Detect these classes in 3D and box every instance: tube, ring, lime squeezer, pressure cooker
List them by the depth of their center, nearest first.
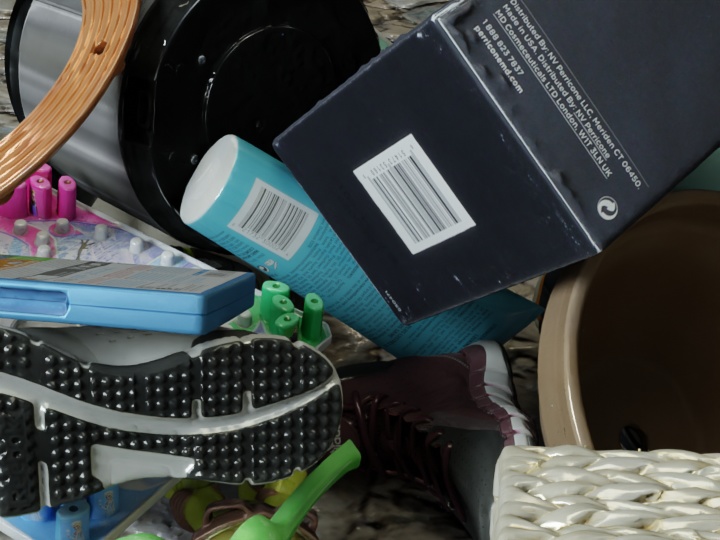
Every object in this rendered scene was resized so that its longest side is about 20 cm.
[{"bbox_3d":[-0.073,0.104,0.608,0.198,0.038,0.071,-7,51,-29],"label":"lime squeezer"},{"bbox_3d":[-0.191,-0.097,0.800,0.199,0.019,0.202,-19,48,22],"label":"ring"},{"bbox_3d":[0.000,0.000,0.817,0.199,0.077,0.051,32,35,-25],"label":"tube"},{"bbox_3d":[-0.104,-0.117,0.891,0.175,0.180,0.199,-21,29,-35],"label":"pressure cooker"}]

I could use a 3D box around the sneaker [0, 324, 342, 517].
[{"bbox_3d":[-0.111,0.056,0.627,0.198,0.075,0.080,3,4,-17],"label":"sneaker"}]

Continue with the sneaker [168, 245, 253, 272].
[{"bbox_3d":[-0.126,0.047,0.814,0.075,0.077,0.200,19,32,26],"label":"sneaker"}]

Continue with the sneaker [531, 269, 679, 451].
[{"bbox_3d":[0.145,0.040,0.874,0.078,0.079,0.201,40,34,-23],"label":"sneaker"}]

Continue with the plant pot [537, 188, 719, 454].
[{"bbox_3d":[0.152,0.071,0.729,0.200,0.203,0.093,-15,-9,-34],"label":"plant pot"}]

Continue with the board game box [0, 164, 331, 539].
[{"bbox_3d":[-0.145,0.030,0.731,0.199,0.026,0.200,25,39,22],"label":"board game box"}]

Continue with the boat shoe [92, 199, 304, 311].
[{"bbox_3d":[-0.104,-0.012,0.970,0.199,0.067,0.057,31,21,38],"label":"boat shoe"}]

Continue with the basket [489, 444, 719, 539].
[{"bbox_3d":[0.136,0.146,0.570,0.198,0.137,0.124,3,23,0],"label":"basket"}]

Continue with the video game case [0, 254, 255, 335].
[{"bbox_3d":[-0.151,0.006,0.652,0.198,0.018,0.143,4,4,4],"label":"video game case"}]

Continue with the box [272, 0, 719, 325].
[{"bbox_3d":[0.094,-0.090,0.726,0.198,0.124,0.200,-40,6,-24],"label":"box"}]

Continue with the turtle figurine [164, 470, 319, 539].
[{"bbox_3d":[-0.058,0.124,0.678,0.198,0.065,0.162,-4,26,-13],"label":"turtle figurine"}]

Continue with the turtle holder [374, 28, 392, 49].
[{"bbox_3d":[-0.037,-0.093,1.050,0.140,0.133,0.185,30,47,34],"label":"turtle holder"}]

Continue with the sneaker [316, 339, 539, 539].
[{"bbox_3d":[0.025,0.094,0.757,0.114,0.076,0.200,-3,15,-1],"label":"sneaker"}]

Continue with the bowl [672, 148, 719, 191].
[{"bbox_3d":[0.227,-0.030,0.867,0.200,0.105,0.202,27,41,-26],"label":"bowl"}]
